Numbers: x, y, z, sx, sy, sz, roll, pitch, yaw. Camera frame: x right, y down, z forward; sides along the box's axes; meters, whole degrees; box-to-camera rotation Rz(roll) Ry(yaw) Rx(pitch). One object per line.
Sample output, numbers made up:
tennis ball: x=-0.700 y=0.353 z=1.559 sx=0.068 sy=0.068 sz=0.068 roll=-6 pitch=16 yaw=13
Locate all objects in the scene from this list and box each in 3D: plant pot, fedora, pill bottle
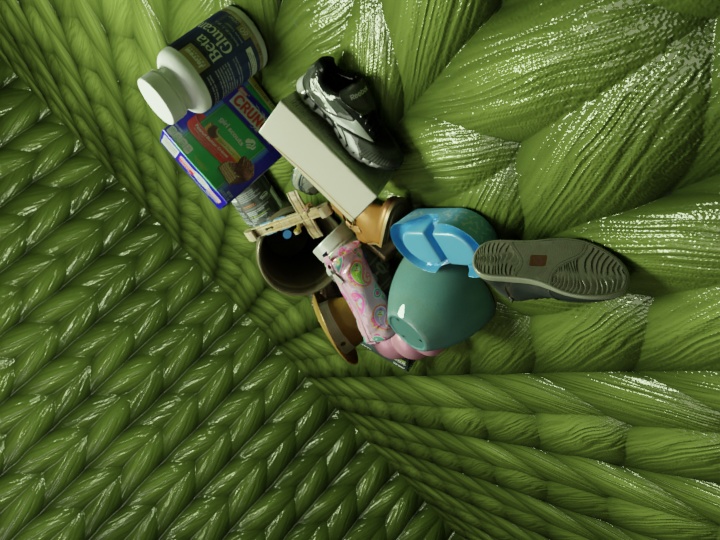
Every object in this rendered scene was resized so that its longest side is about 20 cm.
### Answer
plant pot: x=0.126 y=0.068 z=0.995 sx=0.200 sy=0.135 sz=0.201 roll=39 pitch=159 yaw=18
fedora: x=-0.034 y=0.118 z=1.248 sx=0.202 sy=0.081 sz=0.201 roll=59 pitch=-174 yaw=-10
pill bottle: x=-0.258 y=-0.331 z=0.884 sx=0.111 sy=0.200 sz=0.111 roll=37 pitch=159 yaw=17
pill bottle: x=-0.279 y=-0.212 z=1.289 sx=0.106 sy=0.106 sz=0.201 roll=20 pitch=148 yaw=49
plant pot: x=-0.153 y=-0.063 z=1.246 sx=0.201 sy=0.199 sz=0.173 roll=55 pitch=173 yaw=-26
pill bottle: x=0.000 y=0.000 z=1.140 sx=0.200 sy=0.114 sz=0.114 roll=46 pitch=160 yaw=-5

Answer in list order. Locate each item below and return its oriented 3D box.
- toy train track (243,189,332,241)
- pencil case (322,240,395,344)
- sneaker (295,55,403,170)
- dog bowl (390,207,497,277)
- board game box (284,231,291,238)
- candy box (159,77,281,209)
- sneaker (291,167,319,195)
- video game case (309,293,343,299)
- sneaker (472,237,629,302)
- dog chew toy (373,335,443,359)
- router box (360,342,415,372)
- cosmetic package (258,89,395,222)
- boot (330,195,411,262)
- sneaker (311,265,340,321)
toy train track: x=-0.149 y=-0.091 z=1.077 sx=0.198 sy=0.033 sz=0.115 roll=-15 pitch=125 yaw=23
pencil case: x=0.001 y=0.044 z=1.046 sx=0.201 sy=0.087 sz=0.087 roll=62 pitch=156 yaw=-12
sneaker: x=-0.006 y=-0.229 z=0.784 sx=0.200 sy=0.067 sz=0.090 roll=44 pitch=152 yaw=-5
dog bowl: x=0.133 y=-0.050 z=0.863 sx=0.199 sy=0.050 sz=0.112 roll=7 pitch=140 yaw=54
board game box: x=-0.155 y=-0.030 z=1.482 sx=0.199 sy=0.045 sz=0.153 roll=37 pitch=158 yaw=18
candy box: x=-0.240 y=-0.246 z=1.013 sx=0.169 sy=0.200 sz=0.077 roll=50 pitch=158 yaw=-17
sneaker: x=-0.072 y=-0.185 z=0.988 sx=0.085 sy=0.077 sz=0.200 roll=38 pitch=159 yaw=8
video game case: x=-0.070 y=0.060 z=1.430 sx=0.198 sy=0.019 sz=0.143 roll=6 pitch=146 yaw=35
sneaker: x=0.261 y=0.008 z=0.731 sx=0.198 sy=0.076 sz=0.106 roll=12 pitch=166 yaw=36
dog chew toy: x=0.112 y=0.140 z=1.196 sx=0.199 sy=0.125 sz=0.125 roll=2 pitch=134 yaw=50
router box: x=0.055 y=0.164 z=1.380 sx=0.199 sy=0.062 sz=0.150 roll=29 pitch=156 yaw=17
cosmetic package: x=-0.048 y=-0.186 z=0.848 sx=0.200 sy=0.104 sz=0.073 roll=43 pitch=127 yaw=-7
boot: x=0.008 y=-0.108 z=0.984 sx=0.155 sy=0.074 sz=0.200 roll=44 pitch=158 yaw=15
sneaker: x=-0.091 y=0.066 z=1.356 sx=0.070 sy=0.076 sz=0.201 roll=17 pitch=152 yaw=20
